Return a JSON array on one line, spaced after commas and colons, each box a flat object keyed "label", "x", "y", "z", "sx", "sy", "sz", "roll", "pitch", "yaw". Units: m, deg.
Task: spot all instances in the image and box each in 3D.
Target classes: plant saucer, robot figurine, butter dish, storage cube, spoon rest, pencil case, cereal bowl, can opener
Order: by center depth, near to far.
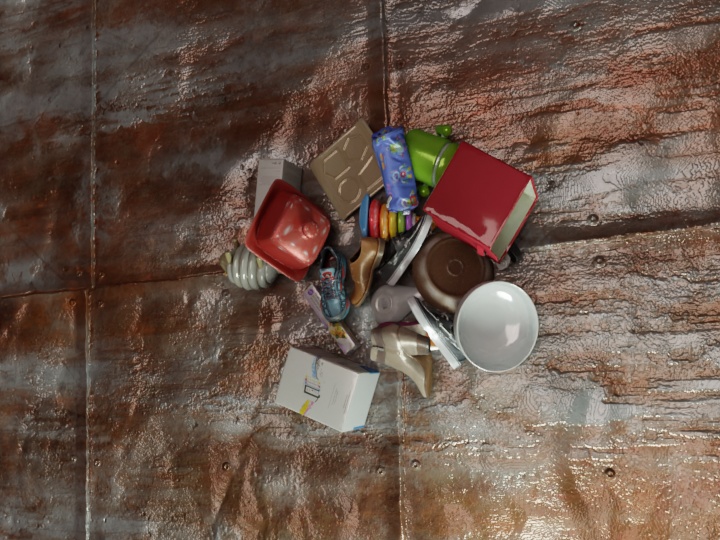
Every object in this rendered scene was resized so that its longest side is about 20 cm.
[{"label": "storage cube", "x": 0.270, "y": -0.149, "z": 1.558, "sx": 0.178, "sy": 0.171, "sz": 0.203, "roll": 31, "pitch": 91, "yaw": 21}, {"label": "cereal bowl", "x": 0.300, "y": 0.122, "z": 1.598, "sx": 0.194, "sy": 0.083, "sz": 0.206, "roll": -1, "pitch": 94, "yaw": -9}, {"label": "pencil case", "x": 0.080, "y": -0.233, "z": 1.645, "sx": 0.077, "sy": 0.085, "sz": 0.205, "roll": 8, "pitch": 115, "yaw": 58}, {"label": "plant saucer", "x": 0.220, "y": -0.004, "z": 1.646, "sx": 0.195, "sy": 0.037, "sz": 0.206, "roll": 1, "pitch": 74, "yaw": -3}, {"label": "can opener", "x": 0.304, "y": -0.092, "z": 1.663, "sx": 0.203, "sy": 0.065, "sz": 0.053, "roll": 59, "pitch": 148, "yaw": 18}, {"label": "robot figurine", "x": 0.167, "y": -0.269, "z": 1.700, "sx": 0.197, "sy": 0.115, "sz": 0.179, "roll": 24, "pitch": 99, "yaw": 22}, {"label": "spoon rest", "x": 0.108, "y": 0.070, "z": 1.725, "sx": 0.197, "sy": 0.060, "sz": 0.102, "roll": -22, "pitch": 74, "yaw": 32}, {"label": "butter dish", "x": -0.153, "y": -0.099, "z": 1.736, "sx": 0.146, "sy": 0.198, "sz": 0.204, "roll": 3, "pitch": 62, "yaw": 55}]

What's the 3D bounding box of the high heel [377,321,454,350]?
[{"label": "high heel", "x": 0.133, "y": 0.155, "z": 1.712, "sx": 0.194, "sy": 0.096, "sz": 0.069, "roll": -4, "pitch": 93, "yaw": 1}]

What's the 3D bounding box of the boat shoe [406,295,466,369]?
[{"label": "boat shoe", "x": 0.184, "y": 0.131, "z": 1.626, "sx": 0.067, "sy": 0.072, "sz": 0.202, "roll": -37, "pitch": 95, "yaw": 2}]

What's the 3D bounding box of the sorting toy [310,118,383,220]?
[{"label": "sorting toy", "x": -0.018, "y": -0.261, "z": 1.823, "sx": 0.199, "sy": 0.036, "sz": 0.187, "roll": -39, "pitch": 71, "yaw": 19}]

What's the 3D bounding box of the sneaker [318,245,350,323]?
[{"label": "sneaker", "x": -0.078, "y": 0.032, "z": 1.751, "sx": 0.077, "sy": 0.096, "sz": 0.205, "roll": -13, "pitch": 61, "yaw": 13}]

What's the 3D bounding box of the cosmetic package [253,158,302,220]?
[{"label": "cosmetic package", "x": -0.218, "y": -0.182, "z": 1.854, "sx": 0.083, "sy": 0.107, "sz": 0.206, "roll": 3, "pitch": 84, "yaw": 24}]

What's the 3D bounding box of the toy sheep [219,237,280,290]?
[{"label": "toy sheep", "x": -0.282, "y": -0.013, "z": 1.849, "sx": 0.195, "sy": 0.138, "sz": 0.142, "roll": 12, "pitch": 88, "yaw": 17}]

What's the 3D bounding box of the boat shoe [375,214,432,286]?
[{"label": "boat shoe", "x": 0.100, "y": -0.057, "z": 1.684, "sx": 0.065, "sy": 0.070, "sz": 0.202, "roll": 29, "pitch": 119, "yaw": -6}]

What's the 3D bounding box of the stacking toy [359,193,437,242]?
[{"label": "stacking toy", "x": 0.100, "y": -0.120, "z": 1.729, "sx": 0.194, "sy": 0.110, "sz": 0.119, "roll": -1, "pitch": 68, "yaw": 10}]

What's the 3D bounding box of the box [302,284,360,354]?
[{"label": "box", "x": -0.074, "y": 0.125, "z": 1.795, "sx": 0.039, "sy": 0.041, "sz": 0.201, "roll": -41, "pitch": 70, "yaw": 12}]

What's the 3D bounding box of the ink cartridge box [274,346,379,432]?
[{"label": "ink cartridge box", "x": -0.081, "y": 0.285, "z": 1.721, "sx": 0.196, "sy": 0.147, "sz": 0.148, "roll": 18, "pitch": 91, "yaw": 23}]

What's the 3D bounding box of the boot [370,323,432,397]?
[{"label": "boot", "x": 0.095, "y": 0.210, "z": 1.653, "sx": 0.142, "sy": 0.071, "sz": 0.204, "roll": 5, "pitch": 123, "yaw": 16}]

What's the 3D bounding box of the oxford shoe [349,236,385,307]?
[{"label": "oxford shoe", "x": 0.000, "y": 0.000, "z": 1.729, "sx": 0.069, "sy": 0.072, "sz": 0.204, "roll": 11, "pitch": 121, "yaw": -11}]
